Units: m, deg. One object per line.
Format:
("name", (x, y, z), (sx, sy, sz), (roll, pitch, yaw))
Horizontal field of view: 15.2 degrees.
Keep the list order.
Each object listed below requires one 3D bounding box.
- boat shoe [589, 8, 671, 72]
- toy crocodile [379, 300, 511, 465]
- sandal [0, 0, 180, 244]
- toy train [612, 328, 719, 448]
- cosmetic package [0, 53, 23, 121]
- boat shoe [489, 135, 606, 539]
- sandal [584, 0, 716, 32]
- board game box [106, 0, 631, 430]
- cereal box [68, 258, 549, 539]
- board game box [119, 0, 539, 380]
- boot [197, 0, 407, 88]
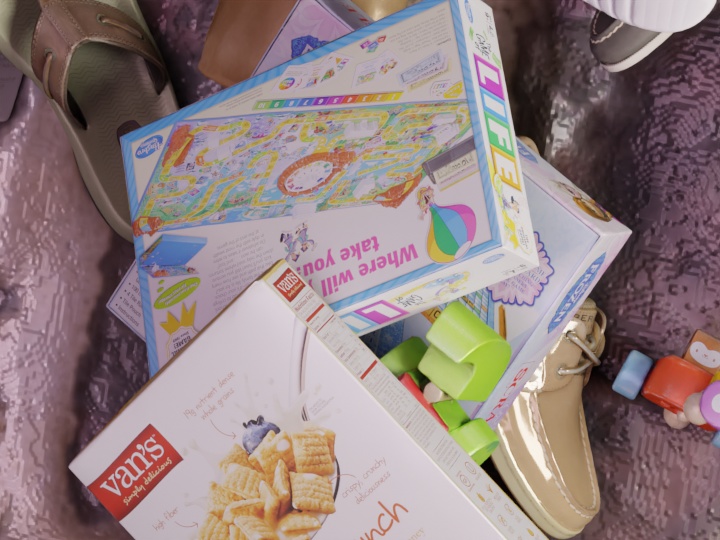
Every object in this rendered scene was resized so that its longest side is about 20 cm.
("boat shoe", (0.169, -0.186, 1.296), (0.057, 0.067, 0.200), (38, 102, -20))
("toy crocodile", (-0.001, 0.093, 1.280), (0.200, 0.062, 0.068), (-43, 75, 22))
("sandal", (-0.134, -0.106, 1.402), (0.080, 0.057, 0.202), (-34, 103, -13))
("toy train", (0.219, 0.077, 1.283), (0.199, 0.150, 0.056), (28, 87, 8))
("cosmetic package", (-0.216, -0.189, 1.446), (0.101, 0.071, 0.201), (22, 102, 18))
("boat shoe", (0.087, 0.033, 1.352), (0.064, 0.071, 0.201), (-19, 87, 23))
("sandal", (0.095, -0.186, 1.274), (0.206, 0.059, 0.080), (33, 126, 27))
("board game box", (0.000, 0.000, 1.331), (0.200, 0.041, 0.200), (41, 110, 19))
("cereal box", (-0.019, 0.114, 1.241), (0.200, 0.040, 0.144), (46, 115, -1))
("board game box", (-0.019, -0.034, 1.274), (0.199, 0.034, 0.135), (-21, 64, 27))
("boot", (0.025, -0.162, 1.366), (0.174, 0.066, 0.201), (27, 106, 22))
